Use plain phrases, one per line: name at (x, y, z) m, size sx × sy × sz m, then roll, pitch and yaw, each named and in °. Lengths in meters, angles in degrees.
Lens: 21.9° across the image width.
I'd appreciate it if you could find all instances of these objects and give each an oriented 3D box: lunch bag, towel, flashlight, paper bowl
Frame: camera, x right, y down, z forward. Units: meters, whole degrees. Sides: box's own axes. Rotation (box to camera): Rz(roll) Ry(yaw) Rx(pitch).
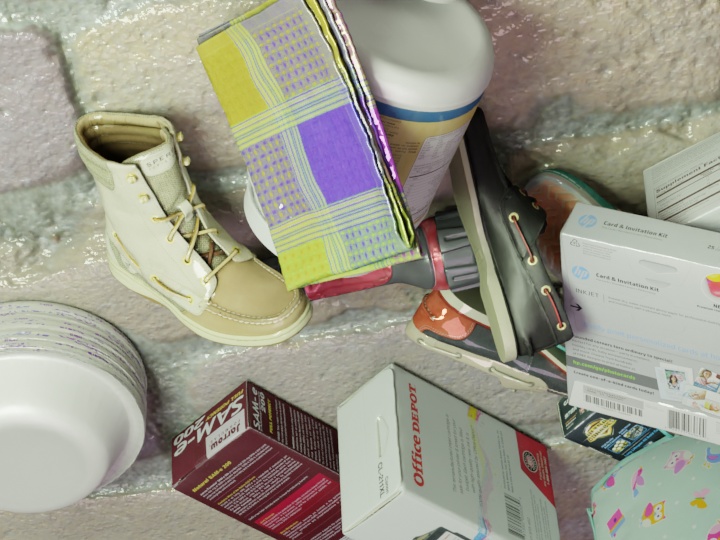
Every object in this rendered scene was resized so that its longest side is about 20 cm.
lunch bag at (0.297, 0.229, 1.635) m, size 0.199 × 0.171 × 0.122 m, roll -25°, pitch 126°, yaw 19°
towel at (-0.039, -0.089, 1.273) m, size 0.143 × 0.023 × 0.201 m, roll -14°, pitch 99°, yaw 47°
flashlight at (0.000, 0.000, 1.513) m, size 0.199 × 0.068 × 0.068 m, roll -12°, pitch 136°, yaw 5°
paper bowl at (-0.283, 0.129, 1.590) m, size 0.200 × 0.105 × 0.201 m, roll -2°, pitch 135°, yaw -2°

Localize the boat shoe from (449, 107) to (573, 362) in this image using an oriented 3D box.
boat shoe at (0.112, -0.033, 1.437) m, size 0.063 × 0.202 × 0.074 m, roll -17°, pitch 180°, yaw -3°

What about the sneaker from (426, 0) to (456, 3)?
sneaker at (0.000, -0.257, 1.258) m, size 0.199 × 0.074 × 0.116 m, roll 8°, pitch 132°, yaw -25°

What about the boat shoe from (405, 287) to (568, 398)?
boat shoe at (0.132, 0.071, 1.592) m, size 0.199 × 0.071 × 0.063 m, roll 27°, pitch 115°, yaw -23°

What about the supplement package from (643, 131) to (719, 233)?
supplement package at (0.340, -0.013, 1.473) m, size 0.155 × 0.111 × 0.200 m, roll -27°, pitch 117°, yaw 21°

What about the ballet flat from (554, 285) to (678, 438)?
ballet flat at (0.212, 0.057, 1.571) m, size 0.200 × 0.072 × 0.072 m, roll 38°, pitch 125°, yaw -4°

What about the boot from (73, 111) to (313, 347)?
boot at (-0.130, -0.033, 1.408) m, size 0.199 × 0.072 × 0.155 m, roll 24°, pitch 143°, yaw 32°

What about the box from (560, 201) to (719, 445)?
box at (0.236, 0.046, 1.445) m, size 0.155 × 0.041 × 0.201 m, roll 13°, pitch 140°, yaw 22°

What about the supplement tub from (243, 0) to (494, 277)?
supplement tub at (0.000, -0.107, 1.351) m, size 0.144 × 0.145 × 0.200 m, roll 11°, pitch 134°, yaw -16°

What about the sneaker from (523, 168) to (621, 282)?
sneaker at (0.208, -0.016, 1.524) m, size 0.071 × 0.080 × 0.200 m, roll -34°, pitch 108°, yaw 33°

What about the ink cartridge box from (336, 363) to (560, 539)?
ink cartridge box at (0.078, 0.194, 1.661) m, size 0.200 × 0.146 × 0.083 m, roll 30°, pitch 128°, yaw -30°

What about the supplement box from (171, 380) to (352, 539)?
supplement box at (-0.064, 0.189, 1.702) m, size 0.200 × 0.061 × 0.109 m, roll 32°, pitch 124°, yaw -33°

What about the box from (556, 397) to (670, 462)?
box at (0.299, 0.105, 1.664) m, size 0.158 × 0.046 × 0.200 m, roll 23°, pitch 129°, yaw -26°
